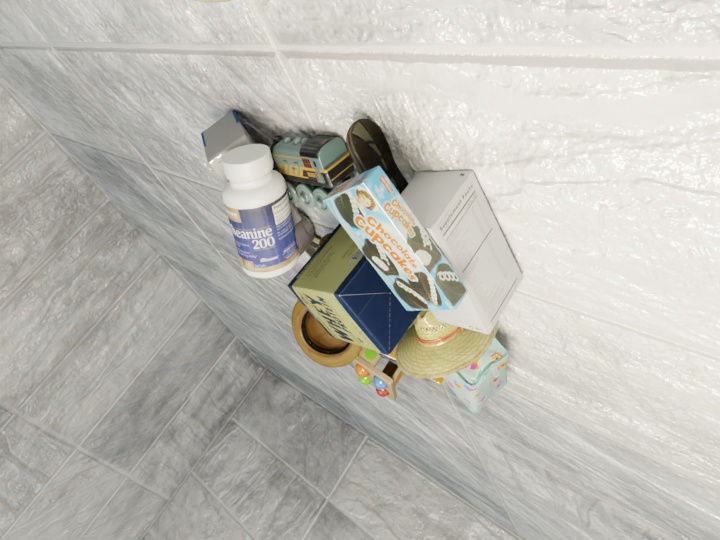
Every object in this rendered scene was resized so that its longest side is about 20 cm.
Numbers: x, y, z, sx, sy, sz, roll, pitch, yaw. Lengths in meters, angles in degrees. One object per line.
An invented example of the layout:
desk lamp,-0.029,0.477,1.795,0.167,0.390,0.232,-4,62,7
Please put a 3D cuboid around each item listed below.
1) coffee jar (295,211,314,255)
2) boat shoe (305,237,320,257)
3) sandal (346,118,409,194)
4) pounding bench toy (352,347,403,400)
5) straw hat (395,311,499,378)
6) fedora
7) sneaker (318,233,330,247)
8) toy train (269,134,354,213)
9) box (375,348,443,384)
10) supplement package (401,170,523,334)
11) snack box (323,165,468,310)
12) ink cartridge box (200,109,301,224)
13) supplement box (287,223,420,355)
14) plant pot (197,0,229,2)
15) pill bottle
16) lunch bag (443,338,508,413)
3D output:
coffee jar,-0.200,-0.093,1.200,0.196,0.105,0.087,17,147,44
boat shoe,-0.063,0.005,1.215,0.200,0.067,0.071,43,156,-16
sandal,0.026,-0.116,0.766,0.054,0.081,0.204,-4,118,54
pounding bench toy,0.034,0.203,1.323,0.196,0.157,0.126,29,158,23
straw hat,0.130,0.077,0.878,0.198,0.200,0.087,9,131,52
fedora,-0.069,0.129,1.254,0.194,0.082,0.208,8,111,22
sneaker,0.000,0.000,1.109,0.197,0.068,0.091,34,163,23
toy train,-0.084,-0.172,0.889,0.197,0.085,0.117,21,140,46
box,0.111,0.201,1.166,0.195,0.042,0.119,29,170,6
supplement package,0.132,-0.027,0.754,0.108,0.115,0.202,10,143,50
snack box,0.044,-0.033,0.688,0.202,0.037,0.115,52,155,-16
ink cartridge box,-0.206,-0.177,0.999,0.202,0.083,0.146,57,-179,-39
supplement box,0.014,0.007,0.894,0.135,0.201,0.198,49,159,-23
plant pot,-0.187,-0.378,0.521,0.182,0.200,0.202,31,161,50
pill bottle,-0.172,-0.101,0.896,0.109,0.110,0.206,21,133,37
lunch bag,0.185,0.152,1.022,0.200,0.121,0.172,46,169,30
